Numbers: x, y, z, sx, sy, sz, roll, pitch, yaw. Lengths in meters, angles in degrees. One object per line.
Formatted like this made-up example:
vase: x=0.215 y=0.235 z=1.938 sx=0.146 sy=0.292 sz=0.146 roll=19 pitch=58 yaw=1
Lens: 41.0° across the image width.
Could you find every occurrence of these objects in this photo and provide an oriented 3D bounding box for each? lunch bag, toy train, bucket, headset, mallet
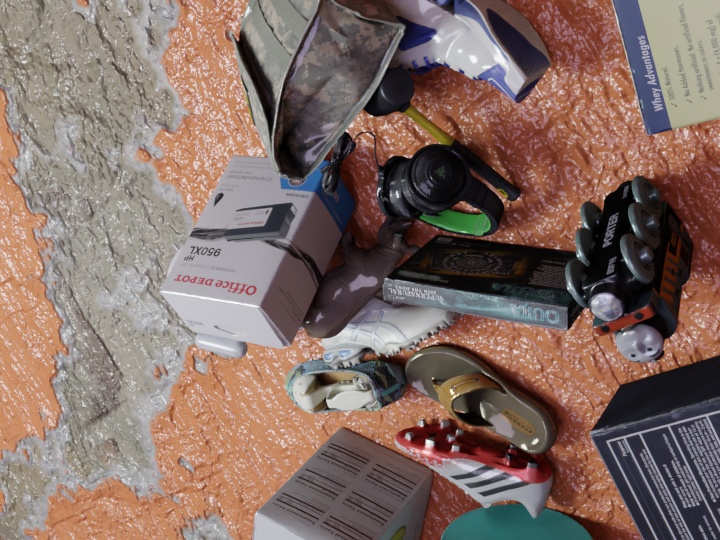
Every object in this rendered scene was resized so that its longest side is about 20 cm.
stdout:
lunch bag: x=-0.063 y=-0.212 z=0.983 sx=0.201 sy=0.117 sz=0.165 roll=-61 pitch=34 yaw=29
toy train: x=0.254 y=-0.004 z=0.889 sx=0.085 sy=0.201 sz=0.114 roll=-29 pitch=110 yaw=35
bucket: x=0.180 y=0.371 z=1.100 sx=0.205 sy=0.207 sz=0.136 roll=6 pitch=108 yaw=29
headset: x=0.054 y=-0.078 z=0.990 sx=0.199 sy=0.095 sz=0.123 roll=30 pitch=164 yaw=-24
mallet: x=0.090 y=-0.136 z=0.981 sx=0.199 sy=0.041 sz=0.066 roll=34 pitch=167 yaw=-8

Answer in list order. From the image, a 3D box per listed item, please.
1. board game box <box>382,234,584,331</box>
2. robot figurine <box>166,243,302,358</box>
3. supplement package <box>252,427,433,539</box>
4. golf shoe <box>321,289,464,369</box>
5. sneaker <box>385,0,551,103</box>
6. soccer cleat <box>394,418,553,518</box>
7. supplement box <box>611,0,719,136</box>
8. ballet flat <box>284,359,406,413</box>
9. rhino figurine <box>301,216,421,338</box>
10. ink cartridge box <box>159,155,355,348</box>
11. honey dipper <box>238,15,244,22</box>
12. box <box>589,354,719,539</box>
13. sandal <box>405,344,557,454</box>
board game box: x=0.140 y=0.009 z=0.996 sx=0.198 sy=0.135 sz=0.028 roll=9 pitch=116 yaw=29
robot figurine: x=-0.160 y=0.021 z=1.202 sx=0.198 sy=0.113 sz=0.172 roll=14 pitch=90 yaw=26
supplement package: x=-0.025 y=0.349 z=1.213 sx=0.146 sy=0.200 sz=0.193 roll=21 pitch=122 yaw=23
golf shoe: x=0.024 y=0.050 z=1.129 sx=0.199 sy=0.078 sz=0.098 roll=-17 pitch=94 yaw=34
sneaker: x=0.089 y=-0.229 z=0.964 sx=0.200 sy=0.080 sz=0.115 roll=47 pitch=132 yaw=13
soccer cleat: x=0.131 y=0.237 z=1.150 sx=0.198 sy=0.069 sz=0.086 roll=10 pitch=112 yaw=23
supplement box: x=0.316 y=-0.240 z=0.773 sx=0.198 sy=0.134 sz=0.202 roll=-10 pitch=106 yaw=35
ballet flat: x=-0.036 y=0.149 z=1.206 sx=0.199 sy=0.074 sz=0.075 roll=-14 pitch=104 yaw=39
rhino figurine: x=0.000 y=0.000 z=1.096 sx=0.200 sy=0.088 sz=0.060 roll=-44 pitch=126 yaw=11
ink cartridge box: x=-0.113 y=-0.026 z=1.089 sx=0.143 sy=0.201 sz=0.084 roll=6 pitch=148 yaw=30
honey dipper: x=-0.093 y=-0.197 z=1.112 sx=0.038 sy=0.038 sz=0.202 roll=-4 pitch=112 yaw=33
box: x=0.367 y=0.194 z=0.946 sx=0.197 sy=0.123 sz=0.201 roll=-24 pitch=96 yaw=36
sandal: x=0.133 y=0.151 z=1.113 sx=0.199 sy=0.054 sz=0.081 roll=31 pitch=124 yaw=25
